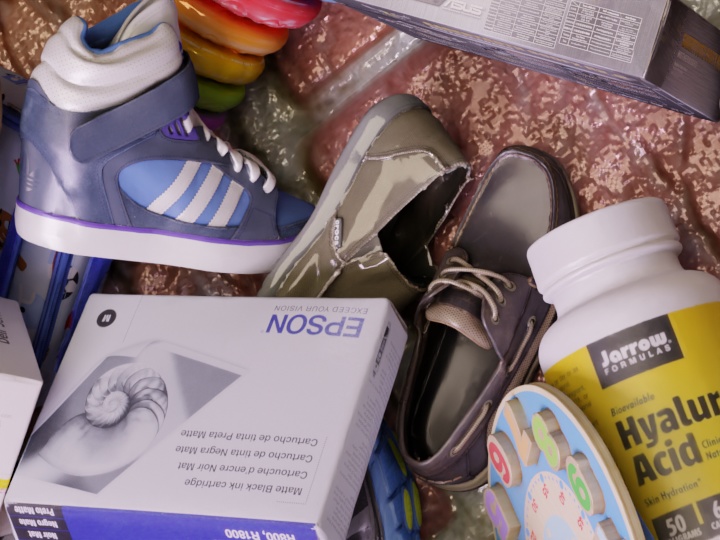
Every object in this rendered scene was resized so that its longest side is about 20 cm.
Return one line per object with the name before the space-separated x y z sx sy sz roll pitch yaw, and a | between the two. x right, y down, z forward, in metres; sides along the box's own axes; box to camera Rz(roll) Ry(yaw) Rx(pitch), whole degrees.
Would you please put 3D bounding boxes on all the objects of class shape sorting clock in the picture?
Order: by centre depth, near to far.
shape sorting clock | 0.109 0.158 1.353 0.039 0.200 0.201 -16 76 -21

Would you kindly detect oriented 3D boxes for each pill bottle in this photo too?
pill bottle | 0.161 0.068 1.371 0.111 0.111 0.201 -25 76 18

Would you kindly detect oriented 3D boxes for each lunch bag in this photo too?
lunch bag | -0.218 -0.019 1.528 0.160 0.075 0.201 30 115 25

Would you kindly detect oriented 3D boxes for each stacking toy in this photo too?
stacking toy | -0.103 -0.122 1.511 0.116 0.110 0.201 42 112 35

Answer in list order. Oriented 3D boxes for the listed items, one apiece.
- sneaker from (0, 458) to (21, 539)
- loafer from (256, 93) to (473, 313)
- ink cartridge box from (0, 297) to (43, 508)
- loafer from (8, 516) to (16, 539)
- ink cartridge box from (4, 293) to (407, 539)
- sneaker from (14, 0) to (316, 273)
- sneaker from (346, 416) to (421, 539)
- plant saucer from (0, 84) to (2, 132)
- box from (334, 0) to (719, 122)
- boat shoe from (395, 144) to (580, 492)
sneaker | -0.139 0.121 1.517 0.200 0.074 0.079 -33 99 12
loafer | 0.000 0.000 1.451 0.070 0.075 0.201 34 107 30
ink cartridge box | -0.233 0.084 1.443 0.067 0.117 0.201 13 109 -21
loafer | -0.100 0.115 1.452 0.199 0.063 0.072 -23 55 8
ink cartridge box | -0.091 0.103 1.383 0.199 0.041 0.201 0 55 26
sneaker | -0.096 -0.081 1.438 0.081 0.199 0.147 34 116 55
sneaker | -0.006 0.165 1.450 0.082 0.071 0.201 -7 85 15
plant saucer | -0.264 -0.041 1.436 0.200 0.029 0.201 -35 44 42
box | 0.093 -0.139 1.394 0.199 0.158 0.049 17 91 23
boat shoe | 0.071 0.027 1.431 0.074 0.073 0.201 13 90 22
